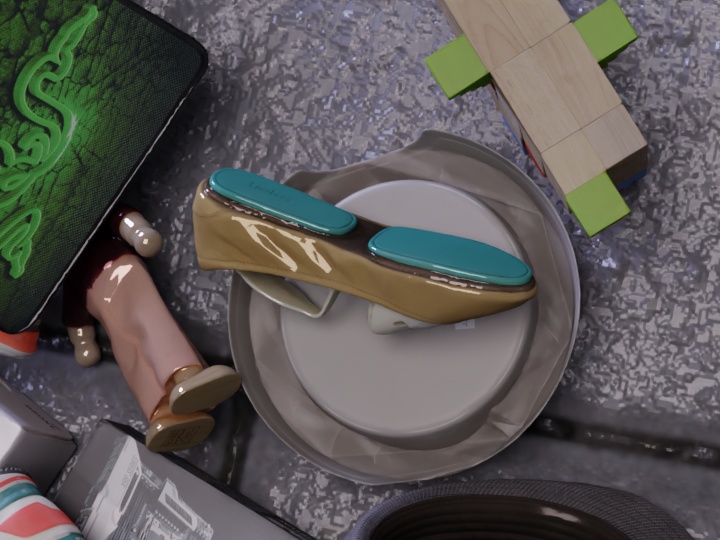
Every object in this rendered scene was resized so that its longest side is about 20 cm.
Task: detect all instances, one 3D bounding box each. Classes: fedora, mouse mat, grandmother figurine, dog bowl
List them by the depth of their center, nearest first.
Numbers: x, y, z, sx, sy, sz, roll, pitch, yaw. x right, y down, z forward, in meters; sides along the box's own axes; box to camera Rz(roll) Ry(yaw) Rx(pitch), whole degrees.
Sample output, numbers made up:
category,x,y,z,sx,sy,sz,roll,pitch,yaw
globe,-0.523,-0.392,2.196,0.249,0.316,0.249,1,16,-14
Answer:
category,x,y,z,sx,sy,sz,roll,pitch,yaw
fedora,0.080,0.187,1.101,0.177,0.199,0.091,-133,45,-54
dog bowl,0.029,0.024,1.180,0.199,0.059,0.201,-3,80,14
mouse mat,-0.199,-0.082,1.209,0.161,0.008,0.200,31,84,17
grandmother figurine,-0.141,0.009,1.220,0.121,0.060,0.200,-50,58,33

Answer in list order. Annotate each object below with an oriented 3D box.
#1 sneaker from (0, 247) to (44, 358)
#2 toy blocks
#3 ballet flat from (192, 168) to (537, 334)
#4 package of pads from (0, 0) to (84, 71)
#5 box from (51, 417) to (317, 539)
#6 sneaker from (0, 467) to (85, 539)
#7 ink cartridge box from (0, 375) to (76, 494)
category,x,y,z,sx,sy,sz,roll,pitch,yaw
sneaker,-0.257,-0.021,1.248,0.199,0.077,0.082,27,95,22
toy blocks,0.097,-0.107,1.152,0.100,0.137,0.201,-32,80,3
ballet flat,0.000,0.000,1.139,0.199,0.069,0.063,19,113,20
package of pads,-0.244,-0.186,1.288,0.199,0.068,0.155,3,80,16
box,-0.099,0.200,1.186,0.199,0.050,0.158,30,89,19
sneaker,-0.220,0.211,1.153,0.093,0.070,0.200,35,88,27
ink cartridge box,-0.287,0.134,1.231,0.144,0.084,0.200,36,90,18
